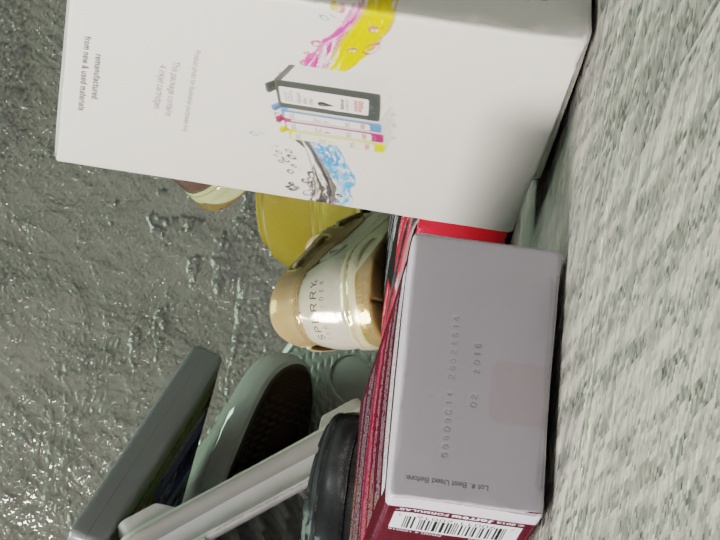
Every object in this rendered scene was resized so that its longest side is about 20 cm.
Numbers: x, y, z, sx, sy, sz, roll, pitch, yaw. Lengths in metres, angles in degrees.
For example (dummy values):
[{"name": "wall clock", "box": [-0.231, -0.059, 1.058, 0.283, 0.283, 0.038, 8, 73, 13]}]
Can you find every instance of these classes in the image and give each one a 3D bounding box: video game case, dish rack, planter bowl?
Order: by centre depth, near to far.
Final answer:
[{"name": "dish rack", "box": [-0.056, 0.141, 1.311, 0.044, 0.200, 0.172, 55, 159, 23]}, {"name": "video game case", "box": [-0.135, 0.163, 1.364, 0.200, 0.022, 0.182, -60, -11, -59]}, {"name": "planter bowl", "box": [-0.024, -0.061, 1.676, 0.200, 0.083, 0.201, 1, -90, -81]}]

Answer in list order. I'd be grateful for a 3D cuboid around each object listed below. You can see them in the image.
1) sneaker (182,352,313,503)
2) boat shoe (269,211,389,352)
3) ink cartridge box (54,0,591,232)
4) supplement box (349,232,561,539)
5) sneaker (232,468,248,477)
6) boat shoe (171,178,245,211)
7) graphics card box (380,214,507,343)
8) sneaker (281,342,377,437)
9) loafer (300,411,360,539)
[{"name": "sneaker", "box": [-0.095, 0.126, 1.489, 0.073, 0.085, 0.200, -6, -55, -51]}, {"name": "boat shoe", "box": [0.000, 0.000, 1.304, 0.200, 0.069, 0.074, -29, -68, -75]}, {"name": "ink cartridge box", "box": [-0.014, -0.125, 1.006, 0.145, 0.200, 0.147, 107, 170, -60]}, {"name": "supplement box", "box": [0.033, 0.074, 0.998, 0.200, 0.061, 0.109, 107, 170, -68]}, {"name": "sneaker", "box": [-0.009, 0.161, 1.480, 0.088, 0.080, 0.200, -41, -34, -16]}, {"name": "boat shoe", "box": [-0.055, -0.127, 1.599, 0.200, 0.065, 0.073, -50, 36, 5]}, {"name": "graphics card box", "box": [0.044, -0.071, 1.193, 0.126, 0.051, 0.200, 100, 174, -55]}, {"name": "sneaker", "box": [-0.005, 0.080, 1.535, 0.118, 0.074, 0.200, -17, -28, -54]}, {"name": "loafer", "box": [0.009, 0.162, 1.152, 0.068, 0.070, 0.201, 66, -158, -63]}]
